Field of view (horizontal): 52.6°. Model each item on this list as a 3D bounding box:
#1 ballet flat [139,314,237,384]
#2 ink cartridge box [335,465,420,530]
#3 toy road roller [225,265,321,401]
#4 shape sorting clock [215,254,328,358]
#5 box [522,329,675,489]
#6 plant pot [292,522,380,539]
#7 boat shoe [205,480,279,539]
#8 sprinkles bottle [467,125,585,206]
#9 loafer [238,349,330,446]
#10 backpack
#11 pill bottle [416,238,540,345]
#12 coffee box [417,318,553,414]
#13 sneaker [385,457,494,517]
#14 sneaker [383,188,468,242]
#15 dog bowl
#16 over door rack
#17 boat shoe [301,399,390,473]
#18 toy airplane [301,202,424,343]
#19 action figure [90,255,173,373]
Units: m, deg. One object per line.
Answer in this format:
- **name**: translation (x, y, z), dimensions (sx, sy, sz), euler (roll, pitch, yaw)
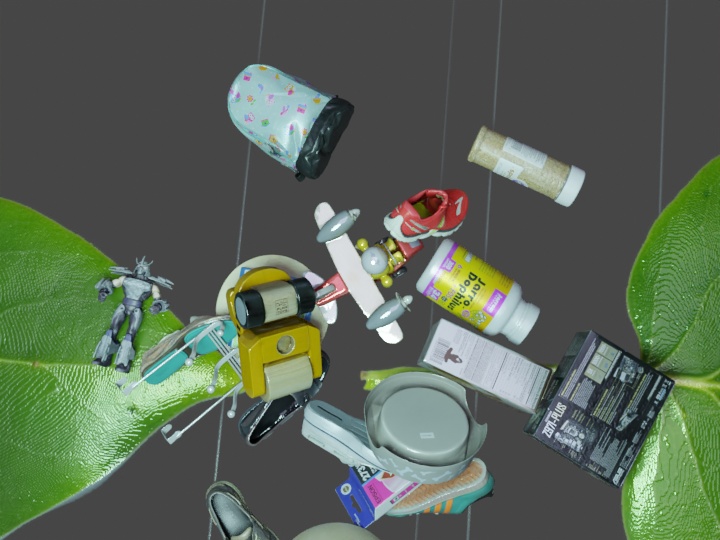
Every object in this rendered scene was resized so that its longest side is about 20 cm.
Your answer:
- **ballet flat**: translation (-0.293, 0.117, 1.240), dimensions (0.198, 0.068, 0.068), euler (-29, 40, 5)
- **ink cartridge box**: translation (0.051, 0.332, 1.210), dimensions (0.199, 0.037, 0.095), euler (-39, 46, -2)
- **toy road roller**: translation (-0.148, 0.093, 1.176), dimensions (0.122, 0.146, 0.203), euler (-13, 109, -28)
- **shape sorting clock**: translation (-0.152, 0.074, 1.263), dimensions (0.197, 0.039, 0.203), euler (0, 93, -2)
- **box**: translation (0.394, 0.228, 1.215), dimensions (0.162, 0.086, 0.202), euler (30, 84, 4)
- **plant pot**: translation (-0.037, 0.520, 1.131), dimensions (0.197, 0.135, 0.203), euler (-1, 104, -4)
- **boat shoe**: translation (-0.192, 0.441, 1.203), dimensions (0.074, 0.073, 0.200), euler (-42, 84, -4)
- **sprinkles bottle**: translation (0.289, -0.183, 1.276), dimensions (0.198, 0.068, 0.069), euler (26, 84, 4)
- **loafer**: translation (-0.122, 0.219, 1.227), dimensions (0.200, 0.063, 0.072), euler (-44, 109, -2)
- **backpack**: translation (-0.130, -0.271, 1.262), dimensions (0.198, 0.127, 0.168), euler (30, 88, 7)
- **pill bottle**: translation (0.200, 0.040, 1.231), dimensions (0.199, 0.104, 0.105), euler (33, 84, 4)
- **coffee box**: translation (0.203, 0.160, 1.213), dimensions (0.198, 0.114, 0.081), euler (25, 82, 2)
- **sneaker**: translation (0.128, 0.376, 1.208), dimensions (0.198, 0.072, 0.080), euler (-20, 126, 17)
- **sneaker**: translation (0.128, -0.102, 1.220), dimensions (0.199, 0.085, 0.077), euler (-25, 72, -44)
- **dog bowl**: translation (0.100, 0.253, 1.166), dimensions (0.197, 0.201, 0.059), euler (7, 125, 1)
- **over door rack**: translation (-0.274, 0.194, 1.201), dimensions (0.199, 0.067, 0.149), euler (-32, 125, -4)
- **boat shoe**: translation (-0.011, 0.289, 1.214), dimensions (0.199, 0.073, 0.068), euler (28, 115, 26)
- **toy airplane**: translation (0.000, 0.000, 1.201), dimensions (0.197, 0.141, 0.202), euler (18, 73, -8)
- **action figure**: translation (-0.397, 0.072, 1.254), dimensions (0.128, 0.069, 0.203), euler (13, 80, 7)
